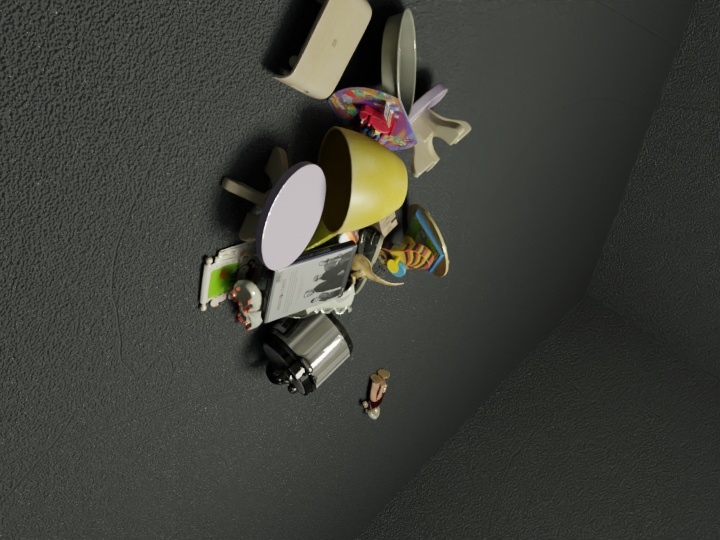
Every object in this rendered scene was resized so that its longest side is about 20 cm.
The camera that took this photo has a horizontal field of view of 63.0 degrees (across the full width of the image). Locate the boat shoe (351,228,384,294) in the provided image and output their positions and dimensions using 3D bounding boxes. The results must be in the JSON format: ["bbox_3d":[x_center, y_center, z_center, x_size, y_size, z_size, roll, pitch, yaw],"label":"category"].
[{"bbox_3d":[0.000,-0.022,1.484,0.073,0.066,0.202,-77,-173,-47],"label":"boat shoe"}]

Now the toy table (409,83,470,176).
[{"bbox_3d":[0.149,-0.303,1.282,0.200,0.117,0.184,-43,180,-11],"label":"toy table"}]

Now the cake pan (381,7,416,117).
[{"bbox_3d":[0.075,-0.395,1.132,0.200,0.036,0.205,4,90,-76],"label":"cake pan"}]

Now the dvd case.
[{"bbox_3d":[-0.105,0.022,1.196,0.197,0.025,0.152,-17,142,-34],"label":"dvd case"}]

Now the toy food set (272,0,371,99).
[{"bbox_3d":[-0.066,-0.402,1.008,0.202,0.060,0.143,-60,161,13],"label":"toy food set"}]

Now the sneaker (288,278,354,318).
[{"bbox_3d":[-0.103,0.050,1.319,0.197,0.074,0.090,-6,127,-30],"label":"sneaker"}]

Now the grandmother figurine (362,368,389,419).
[{"bbox_3d":[0.052,0.435,2.018,0.120,0.060,0.203,-21,135,-30],"label":"grandmother figurine"}]

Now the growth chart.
[{"bbox_3d":[-0.242,-0.002,1.195,0.198,0.018,0.147,-27,142,-37],"label":"growth chart"}]

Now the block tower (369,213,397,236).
[{"bbox_3d":[0.040,-0.160,1.395,0.058,0.054,0.201,-45,149,-15],"label":"block tower"}]

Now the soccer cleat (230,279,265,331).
[{"bbox_3d":[-0.220,0.059,1.215,0.077,0.069,0.201,-40,166,-23],"label":"soccer cleat"}]

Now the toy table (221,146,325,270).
[{"bbox_3d":[-0.156,-0.118,1.084,0.202,0.116,0.183,-59,144,1],"label":"toy table"}]

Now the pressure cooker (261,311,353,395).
[{"bbox_3d":[-0.136,0.192,1.383,0.200,0.178,0.177,-41,151,-21],"label":"pressure cooker"}]

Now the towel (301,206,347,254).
[{"bbox_3d":[-0.100,-0.079,1.196,0.198,0.086,0.018,-33,142,-24],"label":"towel"}]

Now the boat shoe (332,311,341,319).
[{"bbox_3d":[-0.069,0.056,1.436,0.065,0.075,0.201,-27,138,-1],"label":"boat shoe"}]

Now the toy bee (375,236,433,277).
[{"bbox_3d":[0.085,-0.037,1.520,0.197,0.132,0.110,-24,114,22],"label":"toy bee"}]

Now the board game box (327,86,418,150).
[{"bbox_3d":[0.020,-0.276,1.144,0.200,0.155,0.040,50,53,-59],"label":"board game box"}]

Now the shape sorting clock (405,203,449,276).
[{"bbox_3d":[0.175,-0.079,1.528,0.039,0.201,0.202,-28,144,-14],"label":"shape sorting clock"}]

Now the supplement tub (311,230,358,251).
[{"bbox_3d":[-0.076,-0.063,1.277,0.200,0.106,0.107,-47,149,-11],"label":"supplement tub"}]

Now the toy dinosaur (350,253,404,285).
[{"bbox_3d":[0.000,0.000,1.404,0.101,0.199,0.059,-37,-164,50],"label":"toy dinosaur"}]

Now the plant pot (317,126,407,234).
[{"bbox_3d":[0.009,-0.174,1.152,0.139,0.201,0.203,-2,127,-24],"label":"plant pot"}]
